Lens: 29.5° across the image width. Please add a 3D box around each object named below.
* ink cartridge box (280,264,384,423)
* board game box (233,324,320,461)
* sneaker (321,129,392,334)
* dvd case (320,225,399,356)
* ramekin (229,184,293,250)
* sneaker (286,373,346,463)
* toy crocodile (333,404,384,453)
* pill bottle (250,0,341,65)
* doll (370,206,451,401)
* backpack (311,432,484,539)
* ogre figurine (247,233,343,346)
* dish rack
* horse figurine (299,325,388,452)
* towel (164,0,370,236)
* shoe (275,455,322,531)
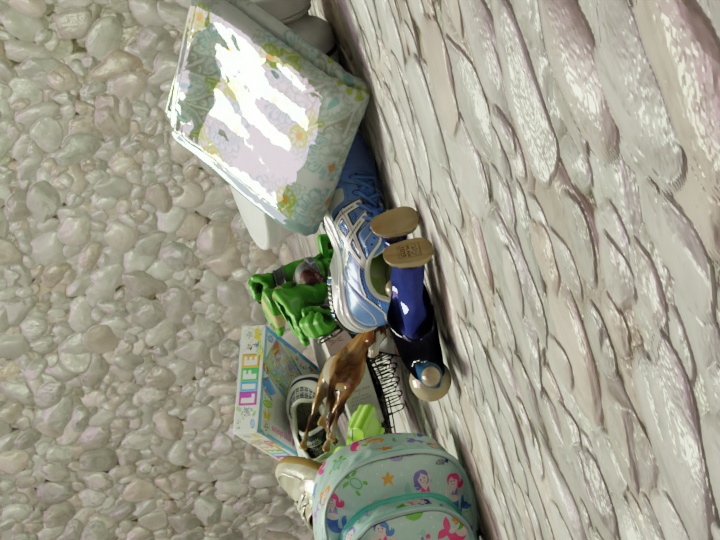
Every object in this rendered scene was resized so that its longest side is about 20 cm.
[{"bbox_3d":[-0.036,0.086,1.702,0.200,0.044,0.178,-134,25,-72],"label":"ink cartridge box"},{"bbox_3d":[-0.100,0.165,1.730,0.200,0.034,0.136,47,-138,-60],"label":"board game box"},{"bbox_3d":[0.008,-0.043,1.323,0.077,0.075,0.203,-9,91,48],"label":"sneaker"},{"bbox_3d":[0.000,0.000,1.537,0.202,0.017,0.143,69,165,-6],"label":"dvd case"},{"bbox_3d":[-0.107,-0.135,1.659,0.202,0.093,0.205,162,90,-78],"label":"ramekin"},{"bbox_3d":[-0.046,0.231,1.682,0.081,0.076,0.202,-96,-15,-78],"label":"sneaker"},{"bbox_3d":[0.003,0.228,1.606,0.201,0.061,0.068,96,-162,-48],"label":"toy crocodile"},{"bbox_3d":[-0.070,-0.184,1.358,0.111,0.110,0.202,-118,12,-63],"label":"pill bottle"},{"bbox_3d":[0.049,0.046,1.204,0.137,0.048,0.201,-111,7,-45],"label":"doll"},{"bbox_3d":[0.039,0.271,1.379,0.151,0.175,0.203,-160,63,-79],"label":"backpack"},{"bbox_3d":[-0.039,0.016,1.435,0.099,0.119,0.200,62,166,0],"label":"ogre figurine"},{"bbox_3d":[0.018,0.120,1.776,0.154,0.054,0.201,77,171,-45],"label":"dish rack"},{"bbox_3d":[-0.024,0.134,1.536,0.200,0.049,0.134,115,175,-69],"label":"horse figurine"},{"bbox_3d":[-0.094,-0.150,1.283,0.199,0.048,0.172,36,134,16],"label":"towel"},{"bbox_3d":[-0.029,0.278,1.570,0.199,0.053,0.071,28,140,30],"label":"shoe"}]
